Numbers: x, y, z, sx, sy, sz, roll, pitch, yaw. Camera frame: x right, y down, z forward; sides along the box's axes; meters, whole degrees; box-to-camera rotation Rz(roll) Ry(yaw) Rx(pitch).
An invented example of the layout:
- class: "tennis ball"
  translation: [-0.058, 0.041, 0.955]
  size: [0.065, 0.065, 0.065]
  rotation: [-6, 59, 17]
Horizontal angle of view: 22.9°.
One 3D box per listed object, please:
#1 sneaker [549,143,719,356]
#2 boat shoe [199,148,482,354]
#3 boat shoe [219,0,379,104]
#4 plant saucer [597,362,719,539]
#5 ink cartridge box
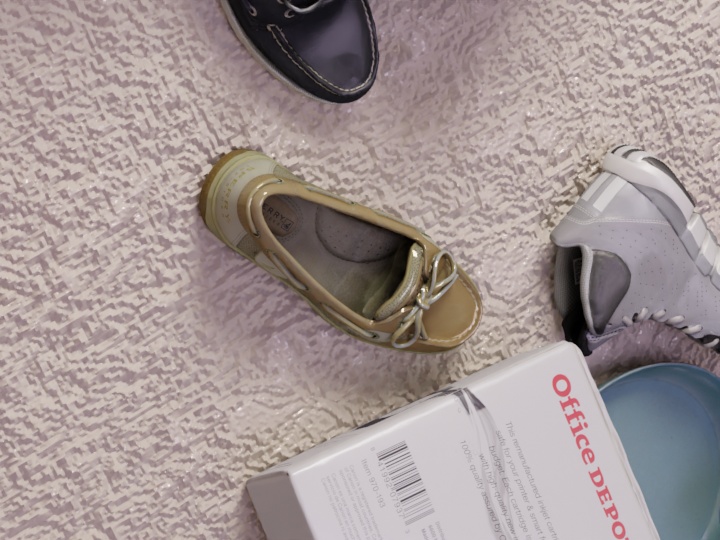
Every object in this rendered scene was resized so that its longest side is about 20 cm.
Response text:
- class: "sneaker"
  translation: [0.185, 0.026, 1.121]
  size: [0.115, 0.075, 0.200]
  rotation: [-45, 112, -6]
- class: "boat shoe"
  translation: [0.001, -0.003, 0.998]
  size: [0.200, 0.063, 0.074]
  rotation: [34, 86, -34]
- class: "boat shoe"
  translation: [-0.036, -0.166, 0.925]
  size: [0.074, 0.066, 0.201]
  rotation: [-35, 119, -18]
- class: "plant saucer"
  translation: [0.180, 0.154, 1.176]
  size: [0.198, 0.027, 0.203]
  rotation: [-9, 108, -29]
- class: "ink cartridge box"
  translation: [0.056, 0.146, 1.034]
  size: [0.198, 0.083, 0.147]
  rotation: [-22, 88, -24]
